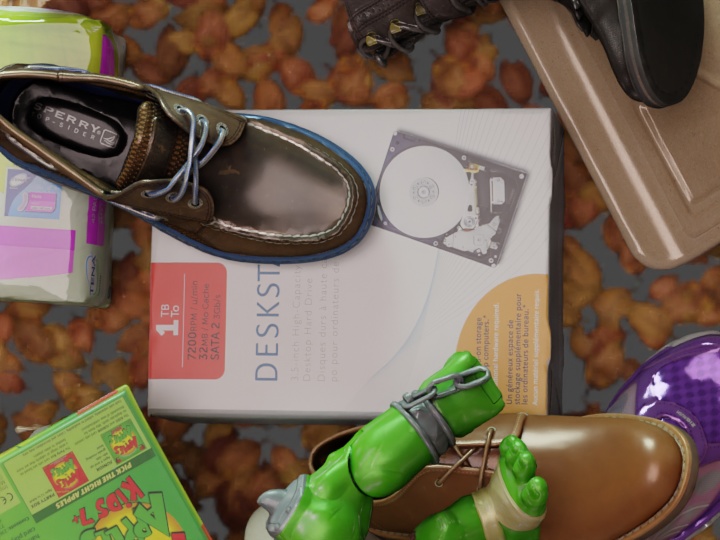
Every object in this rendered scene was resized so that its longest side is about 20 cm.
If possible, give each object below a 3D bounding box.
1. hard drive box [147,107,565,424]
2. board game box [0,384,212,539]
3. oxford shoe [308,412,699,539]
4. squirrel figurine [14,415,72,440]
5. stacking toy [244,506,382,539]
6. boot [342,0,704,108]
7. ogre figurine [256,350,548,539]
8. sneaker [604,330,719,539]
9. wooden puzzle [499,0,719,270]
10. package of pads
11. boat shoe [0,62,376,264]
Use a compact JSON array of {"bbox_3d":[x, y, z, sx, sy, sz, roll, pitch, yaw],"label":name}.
[{"bbox_3d":[0.000,0.000,1.289,0.200,0.077,0.156,-1,85,10],"label":"hard drive box"},{"bbox_3d":[-0.173,0.146,1.204,0.200,0.048,0.102,-29,91,-9],"label":"board game box"},{"bbox_3d":[0.062,0.097,1.203,0.200,0.071,0.071,-8,64,35],"label":"oxford shoe"},{"bbox_3d":[-0.174,0.169,1.291,0.187,0.142,0.200,-21,92,-3],"label":"squirrel figurine"},{"bbox_3d":[-0.054,0.222,1.270,0.200,0.146,0.146,-45,80,19],"label":"stacking toy"},{"bbox_3d":[0.068,-0.144,1.271,0.174,0.069,0.200,-27,71,34],"label":"boot"},{"bbox_3d":[0.030,0.151,1.144,0.120,0.098,0.200,-18,116,-11],"label":"ogre figurine"},{"bbox_3d":[0.125,0.112,1.254,0.080,0.088,0.200,44,93,11],"label":"sneaker"},{"bbox_3d":[0.186,-0.124,1.263,0.200,0.046,0.185,-32,78,26],"label":"wooden puzzle"},{"bbox_3d":[-0.225,-0.064,1.334,0.200,0.068,0.155,3,87,9],"label":"package of pads"},{"bbox_3d":[-0.092,-0.051,1.232,0.200,0.072,0.072,14,88,10],"label":"boat shoe"}]
